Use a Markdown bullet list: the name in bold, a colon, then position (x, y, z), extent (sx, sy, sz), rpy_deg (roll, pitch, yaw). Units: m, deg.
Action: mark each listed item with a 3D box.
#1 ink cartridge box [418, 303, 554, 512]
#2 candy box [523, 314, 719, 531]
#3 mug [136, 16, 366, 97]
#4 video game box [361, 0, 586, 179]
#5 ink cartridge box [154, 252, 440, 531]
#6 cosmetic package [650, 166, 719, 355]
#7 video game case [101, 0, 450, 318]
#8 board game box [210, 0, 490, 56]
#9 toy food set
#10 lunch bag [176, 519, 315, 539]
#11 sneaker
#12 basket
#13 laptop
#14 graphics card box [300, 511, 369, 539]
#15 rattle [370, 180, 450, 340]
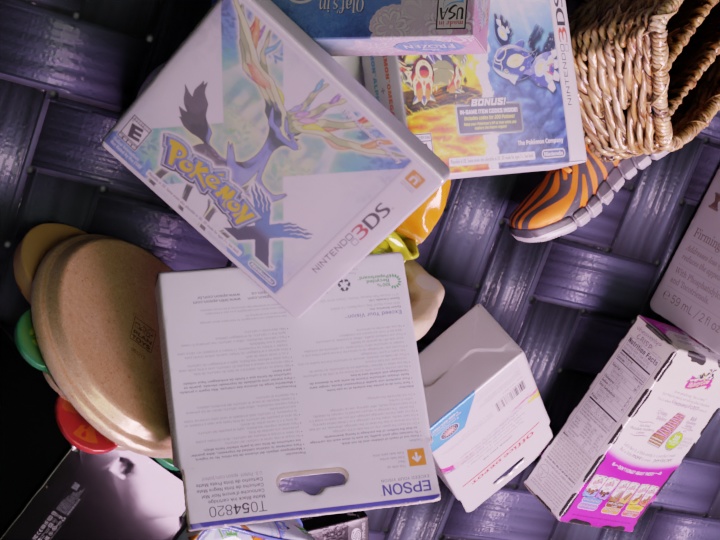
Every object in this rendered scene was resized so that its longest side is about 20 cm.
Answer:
- **ink cartridge box**: position (0.101, 0.130, 1.449), extent (0.115, 0.068, 0.200), rpy_deg (-38, 148, -7)
- **candy box**: position (0.262, 0.149, 1.529), extent (0.136, 0.061, 0.201), rpy_deg (18, 111, -48)
- **mug**: position (-0.082, -0.107, 1.258), extent (0.198, 0.148, 0.177), rpy_deg (7, 111, 6)
- **video game box**: position (0.085, -0.164, 1.225), extent (0.199, 0.047, 0.184), rpy_deg (-8, 88, -42)
- **ink cartridge box**: position (-0.050, 0.092, 1.221), extent (0.198, 0.041, 0.202), rpy_deg (-4, 71, -13)
- **cosmetic package**: position (0.415, 0.000, 1.512), extent (0.165, 0.167, 0.201), rpy_deg (21, 100, -30)
- **video game case**: position (-0.064, -0.082, 1.150), extent (0.200, 0.022, 0.182), rpy_deg (42, 126, -8)
- **board game box**: position (-0.002, -0.252, 1.130), extent (0.043, 0.198, 0.201), rpy_deg (26, 67, -68)
- **toy food set**: position (-0.185, 0.061, 1.252), extent (0.048, 0.199, 0.199), rpy_deg (-33, 137, 30)
- **lunch bag**: position (-0.125, 0.292, 1.369), extent (0.159, 0.075, 0.201), rpy_deg (20, 102, -39)
- **sneaker**: position (0.193, -0.119, 1.420), extent (0.200, 0.077, 0.113), rpy_deg (-40, 118, -18)
- **basket**: position (0.270, -0.189, 1.325), extent (0.143, 0.148, 0.200), rpy_deg (54, 55, -18)
- **laptop**: position (-0.263, 0.182, 1.289), extent (0.200, 0.116, 0.188), rpy_deg (38, 92, -30)
- **graphics card box**: position (-0.089, 0.286, 1.458), extent (0.198, 0.051, 0.127), rpy_deg (-11, 114, -20)
- **rattle**: position (0.000, 0.000, 1.296), extent (0.199, 0.131, 0.143), rpy_deg (-22, 160, -47)
